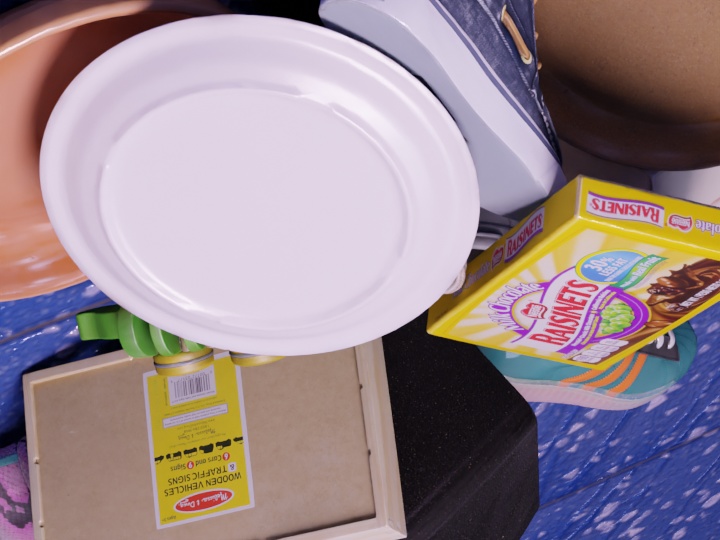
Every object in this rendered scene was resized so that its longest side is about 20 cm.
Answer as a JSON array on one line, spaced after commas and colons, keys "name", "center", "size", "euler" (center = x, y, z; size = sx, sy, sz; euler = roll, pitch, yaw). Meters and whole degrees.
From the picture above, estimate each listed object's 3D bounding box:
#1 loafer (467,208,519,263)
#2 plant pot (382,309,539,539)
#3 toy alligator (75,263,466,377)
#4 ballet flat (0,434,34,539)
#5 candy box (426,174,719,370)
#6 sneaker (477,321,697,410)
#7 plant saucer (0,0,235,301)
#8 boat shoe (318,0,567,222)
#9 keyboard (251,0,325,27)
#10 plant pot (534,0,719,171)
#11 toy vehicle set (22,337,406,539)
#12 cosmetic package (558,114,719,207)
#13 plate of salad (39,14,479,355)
[{"name": "loafer", "center": [0.000, 0.000, 1.328], "size": [0.199, 0.070, 0.070], "euler": [-21, 150, -19]}, {"name": "plant pot", "center": [-0.007, 0.113, 1.394], "size": [0.177, 0.200, 0.200], "euler": [-37, 154, -14]}, {"name": "toy alligator", "center": [-0.048, 0.016, 1.194], "size": [0.199, 0.060, 0.054], "euler": [-9, -168, 12]}, {"name": "ballet flat", "center": [-0.191, 0.158, 1.415], "size": [0.071, 0.069, 0.201], "euler": [-9, 145, -2]}, {"name": "candy box", "center": [0.111, 0.005, 1.174], "size": [0.102, 0.027, 0.200], "euler": [14, 160, -14]}, {"name": "sneaker", "center": [0.149, 0.037, 1.532], "size": [0.199, 0.072, 0.080], "euler": [-1, 144, -41]}, {"name": "plant saucer", "center": [-0.137, -0.063, 1.131], "size": [0.199, 0.038, 0.201], "euler": [-24, 150, -14]}, {"name": "boat shoe", "center": [0.056, -0.102, 1.103], "size": [0.091, 0.070, 0.200], "euler": [-64, 145, -18]}, {"name": "keyboard", "center": [0.008, -0.106, 1.146], "size": [0.104, 0.040, 0.201], "euler": [-24, 123, -9]}, {"name": "plant pot", "center": [0.143, -0.146, 1.139], "size": [0.200, 0.200, 0.027], "euler": [-44, -178, 23]}, {"name": "toy vehicle set", "center": [-0.079, 0.094, 1.272], "size": [0.199, 0.125, 0.026], "euler": [-14, 159, 19]}, {"name": "cosmetic package", "center": [0.179, -0.090, 1.262], "size": [0.200, 0.103, 0.088], "euler": [-34, 143, -26]}, {"name": "plate of salad", "center": [-0.045, -0.040, 1.111], "size": [0.198, 0.048, 0.201], "euler": [3, 132, 4]}]
